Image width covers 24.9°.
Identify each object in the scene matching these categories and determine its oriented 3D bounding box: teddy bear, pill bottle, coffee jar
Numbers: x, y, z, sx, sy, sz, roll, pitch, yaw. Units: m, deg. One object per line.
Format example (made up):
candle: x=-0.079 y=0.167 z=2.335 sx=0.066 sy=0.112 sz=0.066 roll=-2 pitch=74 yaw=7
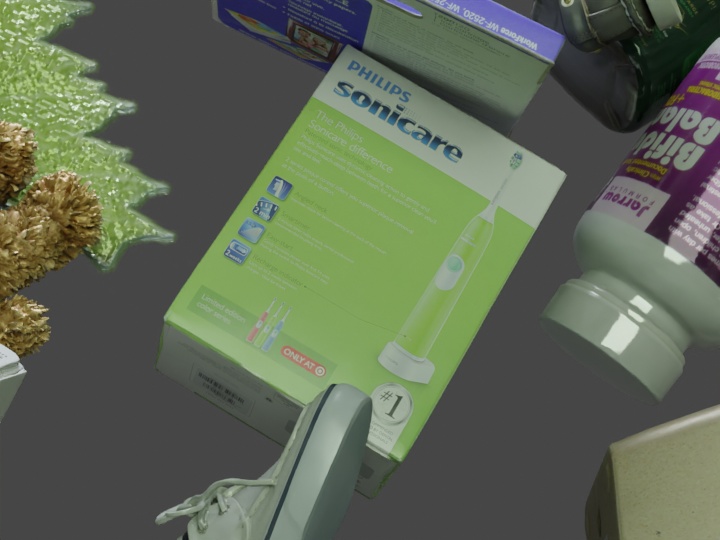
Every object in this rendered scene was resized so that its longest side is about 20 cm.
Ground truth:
teddy bear: x=-0.228 y=0.000 z=0.866 sx=0.200 sy=0.067 sz=0.145 roll=-30 pitch=85 yaw=-21
pill bottle: x=0.191 y=-0.027 z=0.923 sx=0.112 sy=0.112 sz=0.200 roll=36 pitch=82 yaw=6
coffee jar: x=0.211 y=-0.173 z=1.011 sx=0.200 sy=0.085 sz=0.104 roll=-30 pitch=61 yaw=-20

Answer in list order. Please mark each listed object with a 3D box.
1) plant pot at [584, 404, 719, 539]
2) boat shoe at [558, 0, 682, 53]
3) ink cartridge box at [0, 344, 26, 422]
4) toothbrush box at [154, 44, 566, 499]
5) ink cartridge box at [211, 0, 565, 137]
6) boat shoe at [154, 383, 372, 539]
plant pot: x=0.212 y=0.165 z=0.828 sx=0.177 sy=0.200 sz=0.200 roll=-3 pitch=68 yaw=2
boat shoe: x=0.129 y=-0.189 z=0.925 sx=0.060 sy=0.072 sz=0.202 roll=-25 pitch=34 yaw=13
ink cartridge box: x=-0.275 y=0.098 z=0.773 sx=0.146 sy=0.083 sz=0.200 roll=29 pitch=94 yaw=3
toothbrush box: x=0.000 y=0.000 z=0.904 sx=0.146 sy=0.086 sz=0.200 roll=30 pitch=67 yaw=2
ink cartridge box: x=0.011 y=-0.143 z=0.903 sx=0.198 sy=0.200 sz=0.043 roll=25 pitch=81 yaw=0
boat shoe: x=-0.066 y=0.138 z=0.815 sx=0.086 sy=0.075 sz=0.202 roll=25 pitch=102 yaw=13
